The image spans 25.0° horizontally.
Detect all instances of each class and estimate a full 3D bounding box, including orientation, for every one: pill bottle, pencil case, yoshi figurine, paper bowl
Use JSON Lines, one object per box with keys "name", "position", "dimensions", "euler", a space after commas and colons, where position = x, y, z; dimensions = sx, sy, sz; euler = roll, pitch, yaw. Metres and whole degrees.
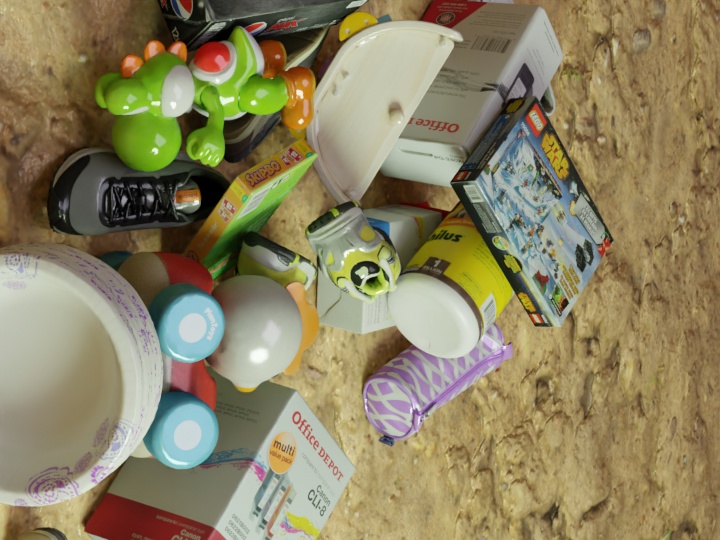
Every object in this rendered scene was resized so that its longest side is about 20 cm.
{"name": "pill bottle", "position": [0.121, -0.008, 1.728], "dimensions": [0.200, 0.108, 0.110], "euler": [-50, 135, -36]}
{"name": "pencil case", "position": [0.086, 0.117, 1.849], "dimensions": [0.200, 0.085, 0.085], "euler": [-36, 128, -44]}
{"name": "yoshi figurine", "position": [-0.143, -0.140, 1.421], "dimensions": [0.199, 0.112, 0.113], "euler": [-11, 82, -36]}
{"name": "paper bowl", "position": [-0.254, 0.078, 1.293], "dimensions": [0.104, 0.198, 0.203], "euler": [-33, 129, -76]}

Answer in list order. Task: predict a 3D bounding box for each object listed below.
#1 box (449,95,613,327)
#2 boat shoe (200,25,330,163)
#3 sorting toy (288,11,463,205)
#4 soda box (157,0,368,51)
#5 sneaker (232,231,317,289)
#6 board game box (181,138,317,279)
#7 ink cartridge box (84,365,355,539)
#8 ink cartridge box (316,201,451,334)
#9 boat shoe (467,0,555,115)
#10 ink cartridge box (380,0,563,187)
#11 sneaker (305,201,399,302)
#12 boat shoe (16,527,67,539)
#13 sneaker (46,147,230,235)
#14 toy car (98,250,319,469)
{"name": "box", "position": [0.181, -0.060, 1.686], "dimensions": [0.137, 0.040, 0.201], "euler": [-52, 123, -33]}
{"name": "boat shoe", "position": [-0.088, -0.188, 1.556], "dimensions": [0.202, 0.071, 0.066], "euler": [-59, 162, -29]}
{"name": "sorting toy", "position": [0.009, -0.176, 1.620], "dimensions": [0.201, 0.106, 0.180], "euler": [-58, 180, 9]}
{"name": "soda box", "position": [-0.087, -0.254, 1.472], "dimensions": [0.199, 0.063, 0.071], "euler": [-18, 83, -43]}
{"name": "sneaker", "position": [-0.090, 0.023, 1.534], "dimensions": [0.077, 0.075, 0.200], "euler": [-61, 174, -16]}
{"name": "board game box", "position": [-0.117, -0.039, 1.494], "dimensions": [0.095, 0.030, 0.200], "euler": [-35, 168, -44]}
{"name": "ink cartridge box", "position": [-0.129, 0.214, 1.535], "dimensions": [0.201, 0.144, 0.146], "euler": [-60, 139, -25]}
{"name": "ink cartridge box", "position": [0.039, -0.007, 1.766], "dimensions": [0.199, 0.067, 0.118], "euler": [-13, 109, -52]}
{"name": "boat shoe", "position": [0.183, -0.263, 1.894], "dimensions": [0.074, 0.065, 0.201], "euler": [-56, 138, -27]}
{"name": "ink cartridge box", "position": [0.107, -0.190, 1.744], "dimensions": [0.201, 0.144, 0.084], "euler": [-60, 140, -24]}
{"name": "sneaker", "position": [0.000, 0.000, 1.565], "dimensions": [0.075, 0.077, 0.200], "euler": [-32, 163, 7]}
{"name": "boat shoe", "position": [-0.265, 0.313, 1.447], "dimensions": [0.065, 0.071, 0.202], "euler": [-39, 126, -56]}
{"name": "sneaker", "position": [-0.193, -0.070, 1.429], "dimensions": [0.199, 0.079, 0.075], "euler": [-13, 111, -50]}
{"name": "toy car", "position": [-0.121, 0.072, 1.423], "dimensions": [0.198, 0.184, 0.179], "euler": [-1, 101, -29]}
